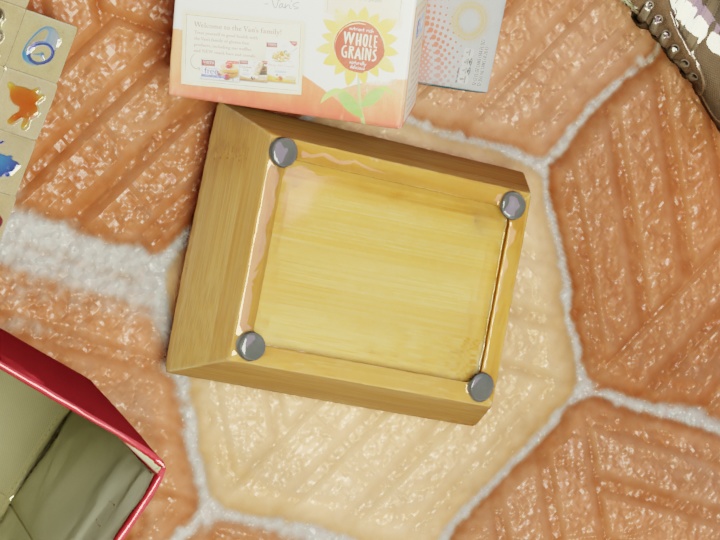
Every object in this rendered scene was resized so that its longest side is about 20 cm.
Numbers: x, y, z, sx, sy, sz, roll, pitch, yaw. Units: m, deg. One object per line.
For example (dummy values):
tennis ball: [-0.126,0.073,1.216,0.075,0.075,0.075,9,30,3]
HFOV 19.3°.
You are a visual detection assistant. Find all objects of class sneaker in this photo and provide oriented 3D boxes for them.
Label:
sneaker: [0.194,-0.167,1.313,0.075,0.070,0.200,-17,97,-2]

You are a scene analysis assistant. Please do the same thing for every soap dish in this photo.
soap dish: [0.000,0.000,1.224,0.200,0.081,0.158,11,89,-22]

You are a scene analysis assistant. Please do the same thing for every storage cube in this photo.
storage cube: [-0.231,0.104,1.071,0.200,0.180,0.171,32,89,-21]

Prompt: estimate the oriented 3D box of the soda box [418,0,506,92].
soda box: [0.052,-0.207,1.223,0.068,0.064,0.200,6,103,-23]

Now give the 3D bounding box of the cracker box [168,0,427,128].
cracker box: [-0.027,-0.187,1.155,0.134,0.058,0.200,9,111,7]

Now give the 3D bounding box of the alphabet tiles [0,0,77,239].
alphabet tiles: [-0.244,-0.092,1.123,0.166,0.006,0.200,16,99,-35]
